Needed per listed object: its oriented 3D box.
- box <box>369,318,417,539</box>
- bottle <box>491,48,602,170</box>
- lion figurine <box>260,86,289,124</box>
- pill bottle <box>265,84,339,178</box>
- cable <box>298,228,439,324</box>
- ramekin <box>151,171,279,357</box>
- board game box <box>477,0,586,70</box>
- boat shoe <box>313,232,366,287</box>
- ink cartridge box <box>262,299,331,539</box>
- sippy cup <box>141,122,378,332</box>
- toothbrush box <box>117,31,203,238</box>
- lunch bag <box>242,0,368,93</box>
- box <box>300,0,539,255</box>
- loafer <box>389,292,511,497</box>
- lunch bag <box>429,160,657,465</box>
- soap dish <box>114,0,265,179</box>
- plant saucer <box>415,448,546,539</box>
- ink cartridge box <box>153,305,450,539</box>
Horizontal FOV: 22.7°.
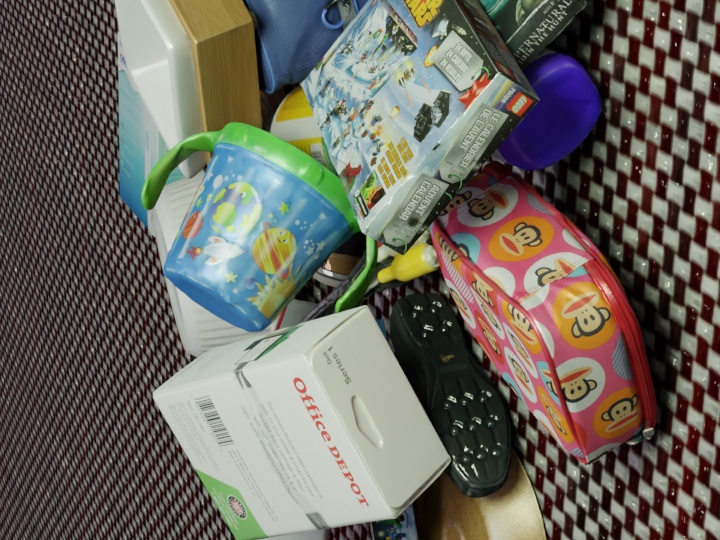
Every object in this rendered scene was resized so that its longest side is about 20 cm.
[{"bbox_3d":[0.019,0.160,1.511,0.137,0.038,0.200,-101,3,-65],"label":"box"},{"bbox_3d":[0.091,-0.128,1.286,0.065,0.084,0.200,51,170,-27],"label":"bottle"},{"bbox_3d":[-0.116,-0.196,1.783,0.200,0.072,0.123,-114,11,-64],"label":"lion figurine"},{"bbox_3d":[-0.009,-0.109,1.487,0.200,0.113,0.113,-179,82,-66],"label":"pill bottle"},{"bbox_3d":[0.000,0.000,1.486,0.200,0.050,0.097,-35,48,25],"label":"cable"},{"bbox_3d":[-0.140,-0.006,1.780,0.200,0.105,0.200,167,90,-81],"label":"ramekin"},{"bbox_3d":[0.066,-0.152,1.243,0.200,0.028,0.135,-47,31,22],"label":"board game box"},{"bbox_3d":[-0.032,-0.036,1.613,0.200,0.075,0.062,-138,58,-67],"label":"boat shoe"},{"bbox_3d":[-0.053,0.151,1.642,0.145,0.083,0.200,-74,-7,-55],"label":"ink cartridge box"},{"bbox_3d":[-0.085,-0.027,1.422,0.178,0.140,0.130,17,71,50],"label":"sippy cup"},{"bbox_3d":[-0.207,-0.153,1.969,0.146,0.085,0.200,-139,45,-58],"label":"toothbrush box"},{"bbox_3d":[-0.052,-0.236,1.517,0.200,0.132,0.136,30,141,68],"label":"lunch bag"},{"bbox_3d":[0.034,-0.119,1.193,0.137,0.040,0.200,-49,32,20],"label":"box"},{"bbox_3d":[0.071,0.105,1.435,0.070,0.068,0.201,94,161,-45],"label":"loafer"},{"bbox_3d":[0.124,0.038,1.230,0.200,0.082,0.176,53,167,49],"label":"lunch bag"},{"bbox_3d":[-0.142,-0.187,1.487,0.200,0.081,0.157,89,155,-58],"label":"soap dish"},{"bbox_3d":[0.091,0.221,1.462,0.200,0.035,0.200,172,90,-67],"label":"plant saucer"},{"bbox_3d":[-0.047,0.122,1.392,0.200,0.084,0.146,-16,106,47],"label":"ink cartridge box"}]
